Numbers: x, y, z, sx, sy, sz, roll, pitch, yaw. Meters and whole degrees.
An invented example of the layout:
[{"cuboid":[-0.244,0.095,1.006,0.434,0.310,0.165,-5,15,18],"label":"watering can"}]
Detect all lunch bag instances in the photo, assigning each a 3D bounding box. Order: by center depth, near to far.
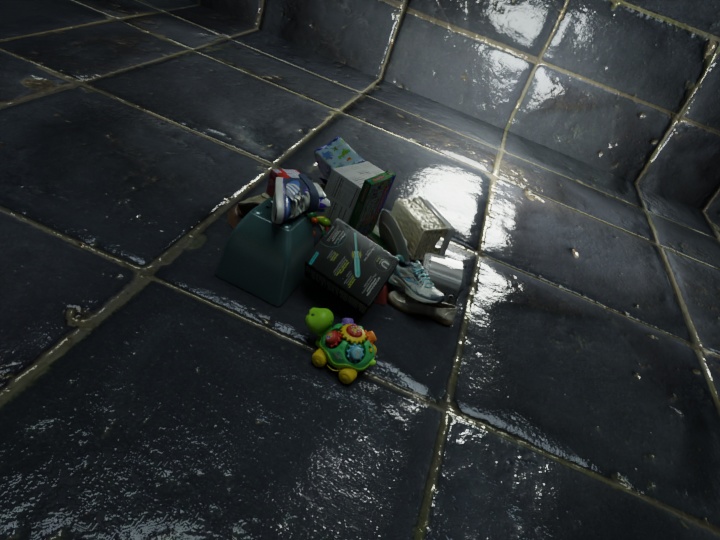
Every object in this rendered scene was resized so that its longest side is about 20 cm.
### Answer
[{"cuboid":[-0.052,-0.300,1.875,0.127,0.200,0.170,-32,54,-9],"label":"lunch bag"}]

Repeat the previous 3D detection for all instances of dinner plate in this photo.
[{"cuboid":[0.092,-0.081,1.706,0.024,0.201,0.200,-20,46,-14],"label":"dinner plate"}]

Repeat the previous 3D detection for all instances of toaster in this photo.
[{"cuboid":[0.236,0.023,1.702,0.129,0.114,0.200,19,29,2],"label":"toaster"}]

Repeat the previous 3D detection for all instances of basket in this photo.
[{"cuboid":[0.190,-0.137,1.889,0.123,0.136,0.200,-6,41,-32],"label":"basket"}]

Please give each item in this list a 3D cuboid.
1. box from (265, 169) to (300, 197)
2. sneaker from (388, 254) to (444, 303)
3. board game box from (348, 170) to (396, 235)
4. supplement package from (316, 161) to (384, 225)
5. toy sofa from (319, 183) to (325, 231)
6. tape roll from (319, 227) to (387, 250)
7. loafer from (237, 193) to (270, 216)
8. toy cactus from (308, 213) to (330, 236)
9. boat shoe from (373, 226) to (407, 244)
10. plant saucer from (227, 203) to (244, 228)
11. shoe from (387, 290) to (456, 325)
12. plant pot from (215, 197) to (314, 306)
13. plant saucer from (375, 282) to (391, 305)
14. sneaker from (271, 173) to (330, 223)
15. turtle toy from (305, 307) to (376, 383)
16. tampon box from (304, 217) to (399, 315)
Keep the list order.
[{"cuboid":[-0.207,-0.240,1.837,0.099,0.096,0.200,-8,36,-39],"label":"box"},{"cuboid":[0.151,0.023,1.592,0.200,0.087,0.077,31,24,32],"label":"sneaker"},{"cuboid":[0.025,-0.180,1.644,0.029,0.201,0.134,35,36,19],"label":"board game box"},{"cuboid":[-0.015,-0.218,1.701,0.111,0.156,0.200,35,30,18],"label":"supplement package"},{"cuboid":[-0.091,-0.181,1.861,0.083,0.098,0.200,23,23,-45],"label":"toy sofa"},{"cuboid":[-0.021,-0.064,1.679,0.199,0.048,0.201,15,33,-10],"label":"tape roll"},{"cuboid":[-0.270,-0.181,1.623,0.199,0.076,0.068,15,50,44],"label":"loafer"},{"cuboid":[-0.179,-0.145,1.646,0.199,0.166,0.102,-12,-10,24],"label":"toy cactus"},{"cuboid":[0.057,-0.101,1.850,0.199,0.073,0.062,21,-11,13],"label":"boat shoe"},{"cuboid":[-0.299,-0.158,1.742,0.199,0.035,0.201,14,33,-9],"label":"plant saucer"},{"cuboid":[0.174,0.093,1.620,0.199,0.054,0.070,20,33,-2],"label":"shoe"},{"cuboid":[-0.231,-0.068,1.495,0.196,0.201,0.196,25,34,8],"label":"plant pot"},{"cuboid":[0.000,0.000,1.676,0.199,0.037,0.200,21,32,0],"label":"plant saucer"},{"cuboid":[-0.143,-0.171,1.433,0.146,0.081,0.200,8,29,-12],"label":"sneaker"},{"cuboid":[-0.046,0.163,1.353,0.199,0.101,0.146,30,34,13],"label":"turtle toy"},{"cuboid":[-0.026,-0.007,1.511,0.200,0.126,0.150,35,73,5],"label":"tampon box"}]
